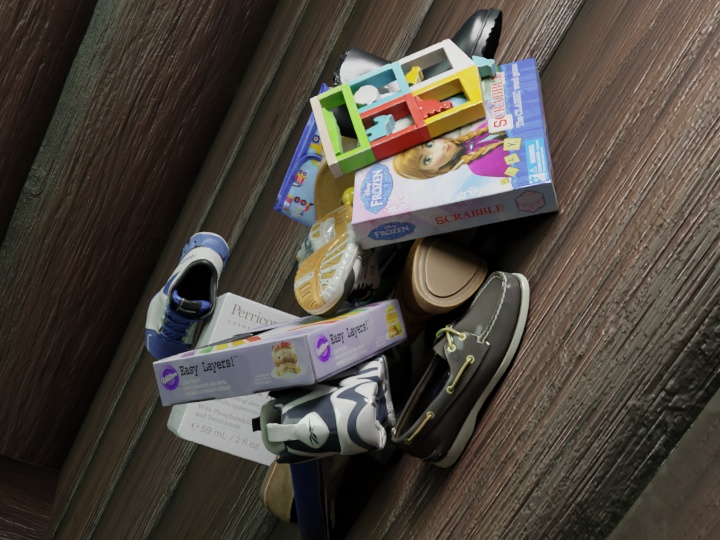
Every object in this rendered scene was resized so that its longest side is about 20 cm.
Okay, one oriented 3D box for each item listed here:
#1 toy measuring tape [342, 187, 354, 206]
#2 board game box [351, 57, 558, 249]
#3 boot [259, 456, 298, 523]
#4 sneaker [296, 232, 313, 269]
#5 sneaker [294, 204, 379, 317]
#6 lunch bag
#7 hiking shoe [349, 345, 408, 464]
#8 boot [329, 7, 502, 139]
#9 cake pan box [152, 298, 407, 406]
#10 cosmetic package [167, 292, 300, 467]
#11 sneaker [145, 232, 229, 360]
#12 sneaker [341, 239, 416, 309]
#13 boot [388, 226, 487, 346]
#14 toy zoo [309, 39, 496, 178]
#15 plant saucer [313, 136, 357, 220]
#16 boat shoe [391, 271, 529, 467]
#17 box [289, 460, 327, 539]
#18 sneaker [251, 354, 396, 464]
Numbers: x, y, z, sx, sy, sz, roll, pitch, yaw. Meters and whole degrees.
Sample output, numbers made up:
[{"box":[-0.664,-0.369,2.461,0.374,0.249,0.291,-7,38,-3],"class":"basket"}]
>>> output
[{"box":[0.063,-0.083,1.053,0.199,0.074,0.074,-4,60,31],"class":"toy measuring tape"},{"box":[0.093,-0.124,0.969,0.199,0.041,0.201,-12,45,15],"class":"board game box"},{"box":[-0.068,0.222,1.190,0.075,0.073,0.201,19,95,60],"class":"boot"},{"box":[-0.047,-0.033,1.382,0.088,0.075,0.200,-65,20,8],"class":"sneaker"},{"box":[-0.011,0.003,0.986,0.075,0.088,0.200,-28,20,19],"class":"sneaker"},{"box":[-0.019,-0.131,1.291,0.094,0.150,0.201,-113,46,-72],"class":"lunch bag"},{"box":[-0.002,0.118,1.057,0.076,0.100,0.200,-55,23,31],"class":"hiking shoe"},{"box":[0.057,-0.232,1.094,0.201,0.168,0.076,-68,-13,7],"class":"boot"},{"box":[-0.079,0.082,0.944,0.199,0.184,0.053,-13,90,32],"class":"cake pan box"},{"box":[-0.154,0.154,1.307,0.166,0.167,0.201,162,127,-73],"class":"cosmetic package"},{"box":[-0.250,0.050,1.311,0.200,0.080,0.115,-62,12,18],"class":"sneaker"},{"box":[0.000,0.000,1.130,0.074,0.088,0.200,-32,-18,-44],"class":"sneaker"},{"box":[0.071,0.026,0.995,0.155,0.073,0.200,-62,1,34],"class":"boot"},{"box":[0.050,-0.180,0.996,0.199,0.020,0.132,-22,43,6],"class":"toy zoo"},{"box":[-0.001,-0.076,1.181,0.200,0.035,0.201,24,123,43],"class":"plant saucer"},{"box":[0.094,0.089,0.890,0.202,0.060,0.072,-66,19,6],"class":"boat shoe"},{"box":[-0.061,0.218,1.061,0.121,0.032,0.201,-99,2,-54],"class":"box"},{"box":[-0.037,0.135,0.913,0.199,0.129,0.080,-60,-37,-78],"class":"sneaker"}]
